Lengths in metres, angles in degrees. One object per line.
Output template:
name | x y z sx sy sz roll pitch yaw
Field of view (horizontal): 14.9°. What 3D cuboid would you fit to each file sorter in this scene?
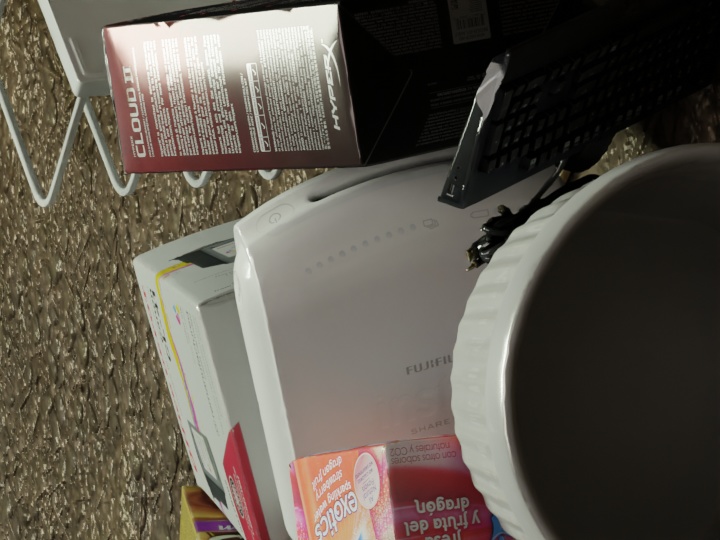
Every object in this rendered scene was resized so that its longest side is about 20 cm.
file sorter | -0.096 -0.126 1.555 0.125 0.199 0.139 113 142 -48

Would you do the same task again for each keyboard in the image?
keyboard | 0.100 -0.065 1.198 0.021 0.200 0.127 36 128 24

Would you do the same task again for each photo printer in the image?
photo printer | 0.028 0.031 1.311 0.070 0.166 0.201 -116 13 -52

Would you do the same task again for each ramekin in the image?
ramekin | 0.132 0.049 1.150 0.105 0.199 0.201 179 87 -72

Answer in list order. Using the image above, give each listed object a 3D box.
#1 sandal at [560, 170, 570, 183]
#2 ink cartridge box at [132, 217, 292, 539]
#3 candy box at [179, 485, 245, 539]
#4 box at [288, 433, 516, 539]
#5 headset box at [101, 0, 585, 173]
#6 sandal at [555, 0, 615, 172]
sandal | 0.047 -0.043 1.426 0.212 0.069 0.078 -61 42 46
ink cartridge box | -0.051 0.060 1.476 0.200 0.085 0.148 -156 50 -74
candy box | -0.035 0.166 1.498 0.200 0.116 0.057 -129 43 -77
box | 0.080 0.118 1.246 0.103 0.199 0.095 -14 81 61
headset box | -0.013 -0.093 1.278 0.200 0.148 0.075 1 101 49
sandal | 0.081 -0.117 1.335 0.075 0.045 0.200 -64 29 31
